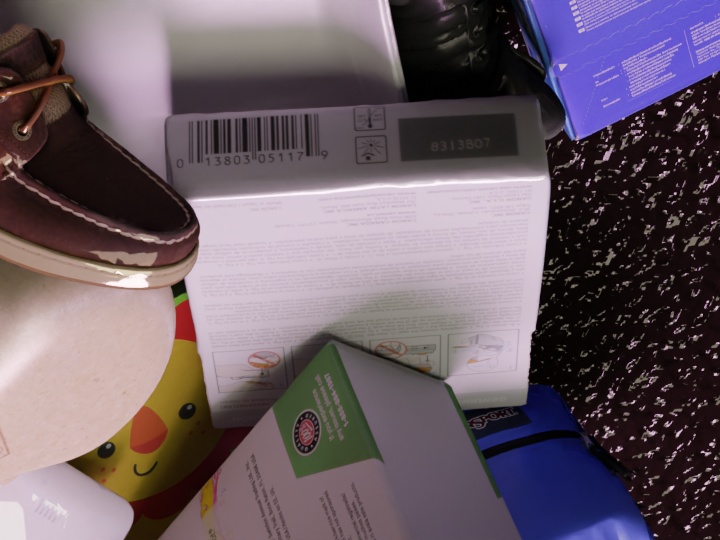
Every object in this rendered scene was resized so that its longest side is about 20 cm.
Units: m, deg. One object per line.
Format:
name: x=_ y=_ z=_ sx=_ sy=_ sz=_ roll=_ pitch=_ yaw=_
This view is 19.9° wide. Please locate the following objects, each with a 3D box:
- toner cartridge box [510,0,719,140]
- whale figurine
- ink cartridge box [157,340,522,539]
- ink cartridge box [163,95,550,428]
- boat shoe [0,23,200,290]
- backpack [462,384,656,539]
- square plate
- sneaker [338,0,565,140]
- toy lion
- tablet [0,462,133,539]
toner cartridge box: x=0.168 y=-0.146 z=0.947 sx=0.199 sy=0.043 sz=0.095 roll=-26 pitch=134 yaw=0
whale figurine: x=-0.179 y=0.036 z=0.877 sx=0.199 sy=0.104 sz=0.160 roll=-30 pitch=150 yaw=-13
ink cartridge box: x=-0.023 y=0.158 z=0.945 sx=0.084 sy=0.145 sz=0.200 roll=21 pitch=121 yaw=-37
ink cartridge box: x=0.000 y=0.000 z=0.931 sx=0.161 sy=0.058 sz=0.200 roll=-4 pitch=152 yaw=-1
boat shoe: x=-0.147 y=-0.064 z=0.813 sx=0.199 sy=0.072 sz=0.072 roll=31 pitch=122 yaw=4
backpack: x=0.067 y=0.140 z=1.052 sx=0.161 sy=0.200 sz=0.169 roll=-13 pitch=130 yaw=-23
square plate: x=-0.086 y=-0.113 z=0.848 sx=0.198 sy=0.029 sz=0.199 roll=-7 pitch=136 yaw=6
sneaker: x=0.049 y=-0.092 z=0.912 sx=0.103 sy=0.060 sz=0.201 roll=18 pitch=132 yaw=-2
toy lion: x=-0.130 y=0.097 z=1.011 sx=0.199 sy=0.069 sz=0.193 roll=-30 pitch=131 yaw=-16
tablet: x=-0.212 y=0.116 z=0.931 sx=0.199 sy=0.014 sz=0.131 roll=35 pitch=83 yaw=-24
